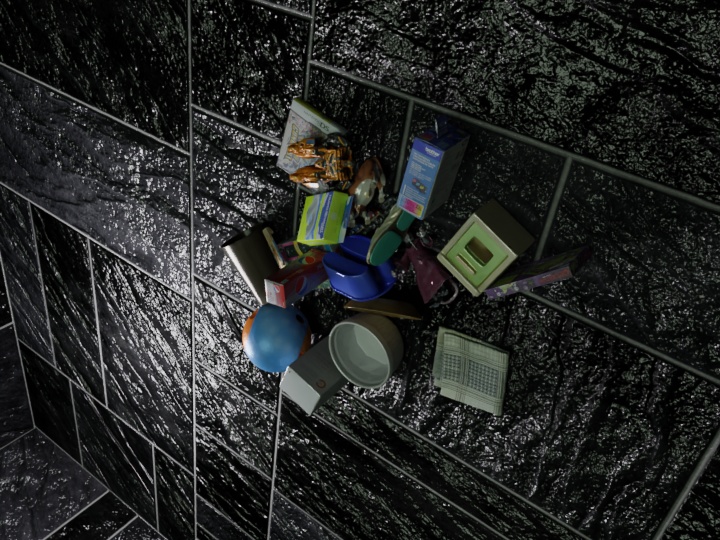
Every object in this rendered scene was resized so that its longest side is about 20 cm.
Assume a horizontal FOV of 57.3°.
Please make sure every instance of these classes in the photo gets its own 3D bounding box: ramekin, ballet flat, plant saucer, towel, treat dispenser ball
[{"bbox_3d":[0.023,0.205,1.767,0.199,0.105,0.202,19,124,31],"label":"ramekin"},{"bbox_3d":[0.074,-0.098,1.534,0.067,0.200,0.062,38,179,-37],"label":"ballet flat"},{"bbox_3d":[0.058,0.091,1.645,0.199,0.200,0.036,5,83,37],"label":"plant saucer"},{"bbox_3d":[0.269,0.251,1.644,0.199,0.034,0.194,19,124,31],"label":"towel"},{"bbox_3d":[-0.240,0.193,1.905,0.200,0.201,0.202,18,123,30],"label":"treat dispenser ball"}]

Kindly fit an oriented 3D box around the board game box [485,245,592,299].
[{"bbox_3d":[0.370,0.005,1.374,0.199,0.120,0.032,-21,103,44],"label":"board game box"}]

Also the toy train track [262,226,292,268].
[{"bbox_3d":[-0.209,-0.027,1.799,0.114,0.032,0.201,-29,86,52],"label":"toy train track"}]

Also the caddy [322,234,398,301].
[{"bbox_3d":[0.000,0.000,1.619,0.199,0.141,0.105,24,150,46],"label":"caddy"}]

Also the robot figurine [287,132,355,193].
[{"bbox_3d":[-0.093,-0.259,1.596,0.199,0.058,0.146,10,111,44],"label":"robot figurine"}]

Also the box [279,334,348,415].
[{"bbox_3d":[-0.110,0.288,1.851,0.124,0.200,0.098,40,131,15],"label":"box"}]

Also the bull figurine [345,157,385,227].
[{"bbox_3d":[0.001,-0.174,1.589,0.201,0.065,0.122,-64,31,33],"label":"bull figurine"}]

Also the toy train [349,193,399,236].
[{"bbox_3d":[0.035,-0.130,1.629,0.200,0.034,0.046,-39,83,43],"label":"toy train"}]

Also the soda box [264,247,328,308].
[{"bbox_3d":[-0.151,0.017,1.654,0.063,0.200,0.071,15,122,31],"label":"soda box"}]

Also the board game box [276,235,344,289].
[{"bbox_3d":[-0.121,-0.029,1.788,0.199,0.064,0.149,-12,105,41],"label":"board game box"}]

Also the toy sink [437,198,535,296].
[{"bbox_3d":[0.259,-0.033,1.448,0.130,0.112,0.200,47,133,9],"label":"toy sink"}]

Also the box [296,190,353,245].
[{"bbox_3d":[-0.090,-0.126,1.622,0.200,0.047,0.123,1,78,63],"label":"box"}]

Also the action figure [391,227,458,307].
[{"bbox_3d":[0.157,-0.023,1.561,0.134,0.148,0.201,-41,66,32],"label":"action figure"}]

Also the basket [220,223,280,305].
[{"bbox_3d":[-0.290,-0.015,1.882,0.201,0.135,0.180,62,166,-14],"label":"basket"}]

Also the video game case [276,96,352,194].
[{"bbox_3d":[-0.122,-0.306,1.666,0.180,0.025,0.201,36,130,18],"label":"video game case"}]

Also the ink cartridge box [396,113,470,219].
[{"bbox_3d":[0.159,-0.228,1.406,0.076,0.136,0.201,31,129,18],"label":"ink cartridge box"}]
